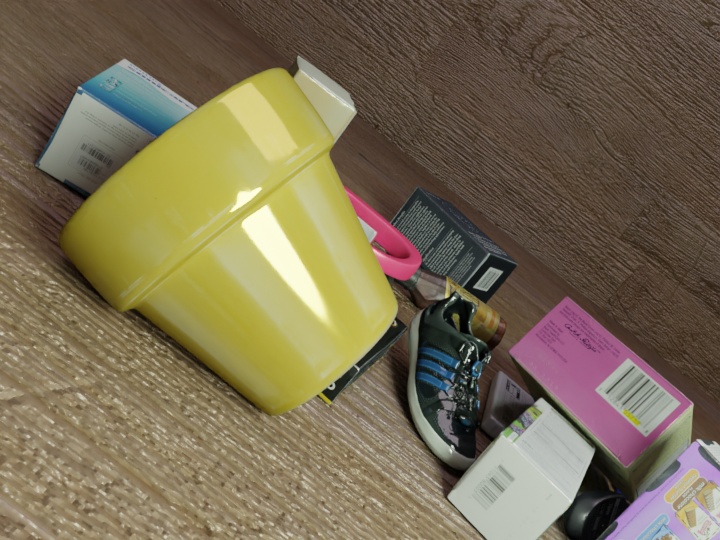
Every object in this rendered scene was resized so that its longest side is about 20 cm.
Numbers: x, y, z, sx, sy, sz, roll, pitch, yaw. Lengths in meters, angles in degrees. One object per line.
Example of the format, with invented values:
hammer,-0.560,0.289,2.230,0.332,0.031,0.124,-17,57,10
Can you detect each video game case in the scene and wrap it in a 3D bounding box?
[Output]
video game case,0.232,0.216,0.873,0.182,0.023,0.200,40,14,7

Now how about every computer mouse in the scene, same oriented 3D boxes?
computer mouse,0.282,0.265,0.755,0.199,0.059,0.034,18,1,-36

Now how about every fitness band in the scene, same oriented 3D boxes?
fitness band,-0.010,-0.062,0.855,0.200,0.038,0.143,42,12,13

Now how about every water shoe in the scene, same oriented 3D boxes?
water shoe,0.093,0.101,0.711,0.071,0.079,0.201,30,33,-29

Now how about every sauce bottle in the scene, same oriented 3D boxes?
sauce bottle,0.124,0.045,1.035,0.199,0.066,0.066,34,16,-15

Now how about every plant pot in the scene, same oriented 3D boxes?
plant pot,-0.076,-0.008,0.511,0.189,0.200,0.201,52,14,-7

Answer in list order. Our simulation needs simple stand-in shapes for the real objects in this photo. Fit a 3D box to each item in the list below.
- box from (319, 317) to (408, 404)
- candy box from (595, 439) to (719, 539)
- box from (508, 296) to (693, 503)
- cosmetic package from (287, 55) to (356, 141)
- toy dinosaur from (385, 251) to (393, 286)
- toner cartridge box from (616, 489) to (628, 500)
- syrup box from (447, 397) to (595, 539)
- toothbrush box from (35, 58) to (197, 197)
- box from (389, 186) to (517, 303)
box,-0.044,0.037,0.698,0.160,0.049,0.200,43,15,7
candy box,0.317,0.280,0.604,0.071,0.168,0.200,17,27,-49
box,0.282,0.156,0.817,0.176,0.097,0.200,47,-3,36
cosmetic package,-0.092,-0.114,0.729,0.071,0.201,0.105,33,15,-18
toy dinosaur,0.000,0.000,0.900,0.103,0.077,0.200,58,17,21
toner cartridge box,0.445,0.307,0.959,0.199,0.096,0.043,35,-22,-15
syrup box,0.161,0.190,0.671,0.081,0.079,0.200,43,16,18
toothbrush box,-0.211,-0.124,0.703,0.146,0.086,0.200,32,17,-19
box,0.171,-0.044,1.321,0.200,0.107,0.148,48,18,29
